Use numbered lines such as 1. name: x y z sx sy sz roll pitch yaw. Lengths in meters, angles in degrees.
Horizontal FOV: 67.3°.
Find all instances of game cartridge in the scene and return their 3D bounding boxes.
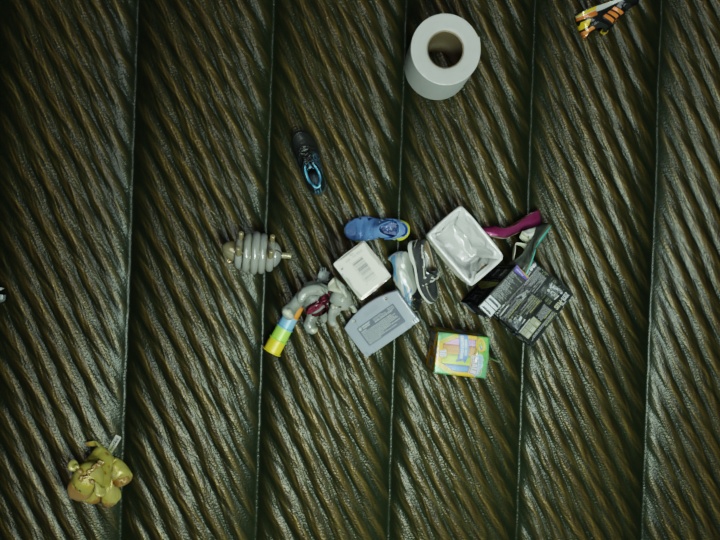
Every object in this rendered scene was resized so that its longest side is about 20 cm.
1. game cartridge: 0.058 0.151 1.602 0.200 0.042 0.133 -36 88 13

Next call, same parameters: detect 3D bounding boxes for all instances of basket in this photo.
1. basket: 0.297 -0.070 1.591 0.135 0.123 0.200 -40 91 -2

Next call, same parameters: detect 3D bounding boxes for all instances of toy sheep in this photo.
1. toy sheep: -0.297 -0.051 1.557 0.199 0.138 0.139 9 90 -9

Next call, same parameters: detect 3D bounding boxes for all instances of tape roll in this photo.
1. tape roll: 0.235 -0.618 1.578 0.202 0.139 0.204 0 90 -4

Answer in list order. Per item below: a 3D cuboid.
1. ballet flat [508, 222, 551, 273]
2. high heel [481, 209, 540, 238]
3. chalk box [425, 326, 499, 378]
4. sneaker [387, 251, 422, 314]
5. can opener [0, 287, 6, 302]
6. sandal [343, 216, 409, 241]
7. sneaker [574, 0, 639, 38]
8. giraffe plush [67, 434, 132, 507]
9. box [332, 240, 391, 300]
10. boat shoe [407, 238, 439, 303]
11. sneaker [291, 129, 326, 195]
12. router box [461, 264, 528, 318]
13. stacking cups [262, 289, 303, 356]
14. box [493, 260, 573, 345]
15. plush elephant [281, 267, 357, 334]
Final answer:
1. ballet flat: 0.490 -0.077 1.573 0.068 0.068 0.200 30 64 10
2. high heel: 0.446 -0.141 1.629 0.199 0.067 0.097 3 94 -15
3. chalk box: 0.307 0.242 1.594 0.199 0.125 0.125 6 90 -4
4. sneaker: 0.134 0.040 1.619 0.072 0.072 0.201 -7 102 39
5. can opener: -1.129 0.054 1.551 0.199 0.053 0.067 8 91 -3
6. sandal: 0.050 -0.124 1.597 0.199 0.087 0.080 -4 92 -1
7. sneaker: 0.753 -0.770 1.647 0.199 0.070 0.090 -19 106 -3
8. giraffe plush: -0.748 0.582 1.518 0.172 0.162 0.201 14 90 -3
9. box: 0.000 0.000 1.537 0.109 0.200 0.128 -38 92 -2
10. boat shoe: 0.200 0.001 1.598 0.060 0.074 0.201 -11 100 39
11. sneaker: -0.147 -0.323 1.587 0.073 0.082 0.201 -22 90 -1
12. router box: 0.382 0.057 1.558 0.052 0.200 0.157 43 89 -2
13. stacking cups: -0.213 0.154 1.596 0.060 0.061 0.201 30 89 -3
14. box: 0.503 0.094 1.621 0.164 0.086 0.200 39 89 -2
15. plush elephant: -0.094 0.095 1.548 0.154 0.165 0.201 16 67 34
